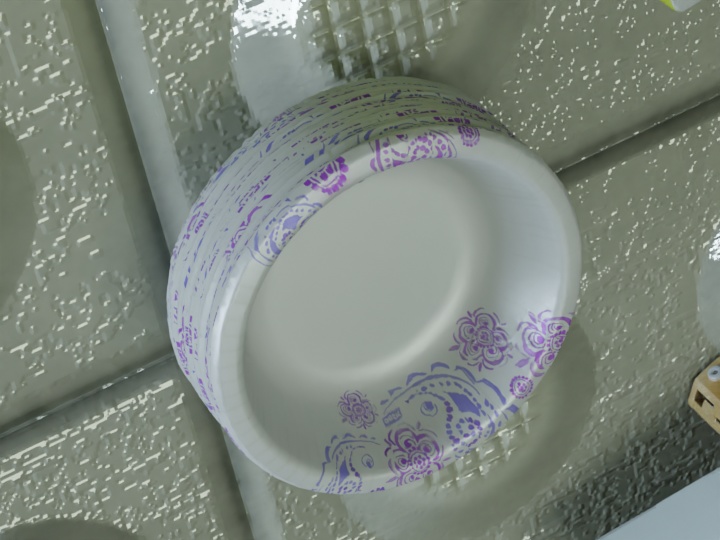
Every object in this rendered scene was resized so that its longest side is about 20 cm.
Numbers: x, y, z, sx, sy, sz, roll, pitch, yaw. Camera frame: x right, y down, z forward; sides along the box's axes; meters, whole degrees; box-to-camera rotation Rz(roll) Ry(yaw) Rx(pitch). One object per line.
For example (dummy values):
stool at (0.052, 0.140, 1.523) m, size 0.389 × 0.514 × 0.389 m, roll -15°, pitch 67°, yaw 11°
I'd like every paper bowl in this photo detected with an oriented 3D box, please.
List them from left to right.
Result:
paper bowl at (0.000, 0.000, 1.064) m, size 0.200 × 0.104 × 0.202 m, roll -16°, pitch 127°, yaw -22°

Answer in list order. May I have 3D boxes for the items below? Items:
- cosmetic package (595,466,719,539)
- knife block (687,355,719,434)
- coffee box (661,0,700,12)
cosmetic package at (0.230, 0.187, 1.319) m, size 0.150 × 0.052 × 0.200 m, roll -33°, pitch 144°, yaw 5°
knife block at (0.319, 0.073, 1.334) m, size 0.200 × 0.064 × 0.176 m, roll -40°, pitch 131°, yaw -3°
coffee box at (0.132, -0.268, 0.907) m, size 0.197 × 0.200 × 0.200 m, roll -32°, pitch 131°, yaw -8°
